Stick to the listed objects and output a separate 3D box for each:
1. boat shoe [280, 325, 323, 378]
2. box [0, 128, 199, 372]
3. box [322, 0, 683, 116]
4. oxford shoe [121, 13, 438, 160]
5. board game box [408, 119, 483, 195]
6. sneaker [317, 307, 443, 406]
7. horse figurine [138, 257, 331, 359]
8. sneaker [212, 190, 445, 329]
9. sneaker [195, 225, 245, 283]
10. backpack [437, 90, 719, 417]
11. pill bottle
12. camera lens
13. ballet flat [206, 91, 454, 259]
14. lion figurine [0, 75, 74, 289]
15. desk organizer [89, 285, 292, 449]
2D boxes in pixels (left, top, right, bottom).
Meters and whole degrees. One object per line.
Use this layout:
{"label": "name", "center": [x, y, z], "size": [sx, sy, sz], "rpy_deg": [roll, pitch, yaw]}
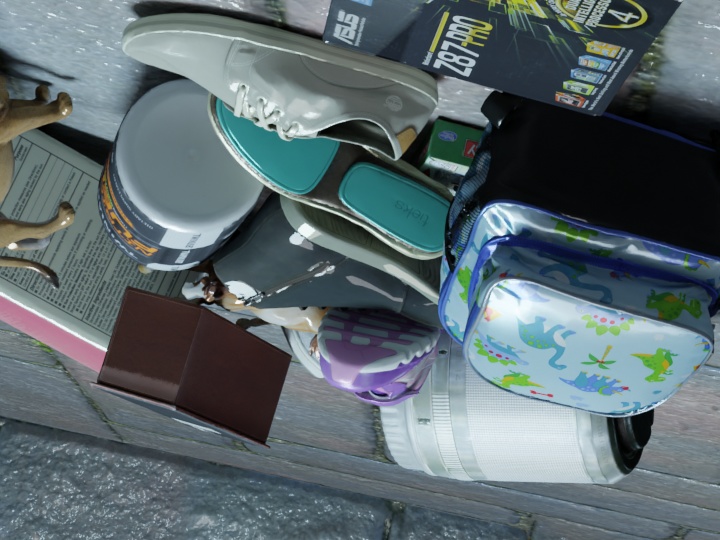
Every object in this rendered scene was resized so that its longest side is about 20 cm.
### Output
{"label": "boat shoe", "center": [-0.009, 0.050, 1.790], "size": [0.064, 0.075, 0.202], "rpy_deg": [-33, 153, 17]}
{"label": "box", "center": [-0.235, -0.016, 1.670], "size": [0.199, 0.129, 0.109], "rpy_deg": [30, 165, -18]}
{"label": "box", "center": [0.068, -0.143, 1.071], "size": [0.160, 0.050, 0.200], "rpy_deg": [16, 168, -3]}
{"label": "oxford shoe", "center": [-0.052, -0.112, 1.311], "size": [0.198, 0.058, 0.075], "rpy_deg": [14, 170, 0]}
{"label": "board game box", "center": [0.097, -0.052, 1.493], "size": [0.133, 0.029, 0.200], "rpy_deg": [15, 168, -4]}
{"label": "sneaker", "center": [0.018, 0.063, 1.571], "size": [0.080, 0.089, 0.200], "rpy_deg": [17, -163, 11]}
{"label": "horse figurine", "center": [-0.071, 0.022, 1.612], "size": [0.199, 0.050, 0.132], "rpy_deg": [19, 165, -40]}
{"label": "sneaker", "center": [0.000, 0.000, 1.504], "size": [0.199, 0.075, 0.106], "rpy_deg": [27, 137, -29]}
{"label": "sneaker", "center": [-0.071, -0.006, 1.794], "size": [0.114, 0.076, 0.200], "rpy_deg": [6, 176, 5]}
{"label": "backpack", "center": [0.136, 0.003, 1.336], "size": [0.181, 0.148, 0.200], "rpy_deg": [14, 155, -4]}
{"label": "pill bottle", "center": [-0.129, -0.059, 1.505], "size": [0.105, 0.107, 0.200], "rpy_deg": [14, 167, -9]}
{"label": "camera lens", "center": [0.131, 0.089, 1.729], "size": [0.198, 0.162, 0.160], "rpy_deg": [-1, 164, 21]}
{"label": "ballet flat", "center": [-0.021, -0.072, 1.412], "size": [0.199, 0.070, 0.069], "rpy_deg": [35, 160, -20]}
{"label": "lion figurine", "center": [-0.267, -0.068, 1.506], "size": [0.122, 0.202, 0.072], "rpy_deg": [-15, -155, -30]}
{"label": "desk organizer", "center": [-0.122, 0.076, 1.628], "size": [0.071, 0.078, 0.200], "rpy_deg": [14, 172, 20]}
